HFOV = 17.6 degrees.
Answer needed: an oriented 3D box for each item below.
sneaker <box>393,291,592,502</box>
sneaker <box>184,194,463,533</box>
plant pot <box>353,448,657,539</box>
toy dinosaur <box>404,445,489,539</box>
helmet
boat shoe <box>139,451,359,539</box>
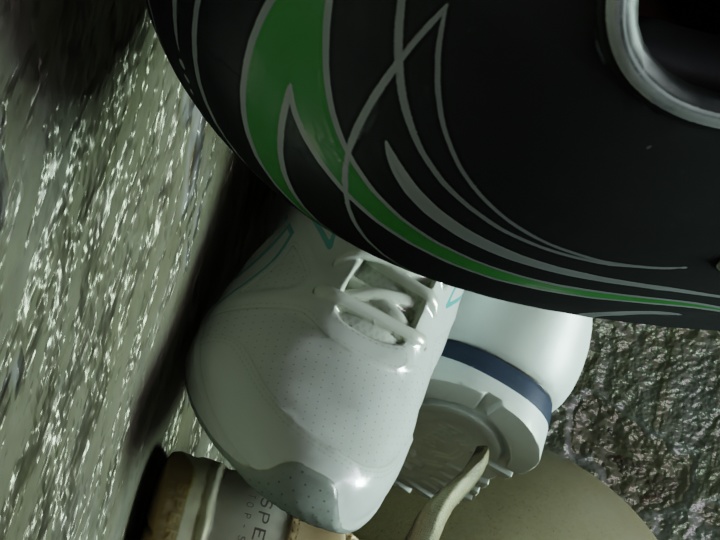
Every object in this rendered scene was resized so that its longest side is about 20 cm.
[{"bbox_3d":[0.031,0.031,0.838,0.081,0.076,0.200,-65,-164,-16],"label":"sneaker"},{"bbox_3d":[0.000,0.000,0.715,0.080,0.070,0.201,-50,-166,30],"label":"sneaker"},{"bbox_3d":[0.028,0.182,0.966,0.134,0.199,0.202,-19,125,-53],"label":"plant pot"},{"bbox_3d":[0.011,0.138,0.697,0.201,0.047,0.088,-67,-164,-16],"label":"toy dinosaur"},{"bbox_3d":[0.043,-0.087,0.483,0.200,0.190,0.201,-43,-149,35],"label":"helmet"},{"bbox_3d":[-0.028,0.111,0.760,0.200,0.069,0.074,76,27,-75],"label":"boat shoe"}]
